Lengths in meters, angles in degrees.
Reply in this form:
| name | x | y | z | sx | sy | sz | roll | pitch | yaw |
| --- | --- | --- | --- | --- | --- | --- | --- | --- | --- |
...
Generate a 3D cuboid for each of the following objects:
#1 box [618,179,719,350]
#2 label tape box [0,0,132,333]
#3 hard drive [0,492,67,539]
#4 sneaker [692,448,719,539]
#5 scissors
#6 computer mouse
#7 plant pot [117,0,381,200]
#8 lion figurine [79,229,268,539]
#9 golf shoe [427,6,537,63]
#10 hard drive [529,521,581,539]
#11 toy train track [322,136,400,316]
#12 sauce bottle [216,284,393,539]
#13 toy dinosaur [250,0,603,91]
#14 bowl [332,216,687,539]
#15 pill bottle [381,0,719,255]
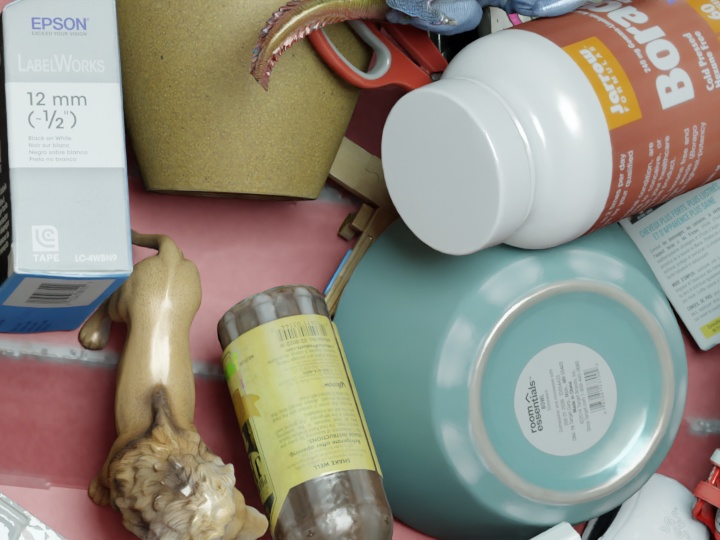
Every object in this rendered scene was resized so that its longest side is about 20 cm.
| name | x | y | z | sx | sy | sz | roll | pitch | yaw |
| --- | --- | --- | --- | --- | --- | --- | --- | --- | --- |
| box | 0.175 | -0.063 | 1.499 | 0.049 | 0.082 | 0.201 | -30 | 87 | -49 |
| label tape box | -0.164 | -0.080 | 1.372 | 0.066 | 0.143 | 0.201 | -2 | 78 | -17 |
| hard drive | -0.179 | 0.200 | 1.361 | 0.200 | 0.038 | 0.140 | 37 | 70 | -5 |
| sneaker | 0.224 | 0.082 | 1.440 | 0.067 | 0.202 | 0.108 | 27 | 58 | 37 |
| scissors | 0.038 | -0.089 | 1.392 | 0.073 | 0.014 | 0.200 | -53 | 125 | -21 |
| computer mouse | 0.131 | 0.195 | 1.452 | 0.109 | 0.044 | 0.201 | 32 | 71 | -7 |
| plant pot | -0.062 | -0.139 | 1.411 | 0.185 | 0.186 | 0.201 | 3 | 89 | -16 |
| lion figurine | -0.103 | 0.055 | 1.371 | 0.072 | 0.122 | 0.201 | -7 | 79 | -18 |
| golf shoe | 0.075 | -0.100 | 1.461 | 0.092 | 0.072 | 0.201 | -32 | 111 | -36 |
| hard drive | 0.045 | 0.232 | 1.380 | 0.199 | 0.026 | 0.132 | -27 | 109 | -7 |
| toy train track | 0.000 | 0.000 | 1.463 | 0.114 | 0.033 | 0.201 | 33 | 71 | -9 |
| sauce bottle | -0.021 | 0.107 | 1.359 | 0.064 | 0.065 | 0.201 | -8 | 63 | -18 |
| toy dinosaur | 0.048 | -0.163 | 1.353 | 0.199 | 0.181 | 0.106 | -18 | 86 | 13 |
| bowl | 0.092 | 0.055 | 1.409 | 0.200 | 0.105 | 0.202 | -2 | 96 | -19 |
| pill bottle | 0.109 | -0.076 | 1.367 | 0.199 | 0.112 | 0.113 | -22 | 84 | -40 |
